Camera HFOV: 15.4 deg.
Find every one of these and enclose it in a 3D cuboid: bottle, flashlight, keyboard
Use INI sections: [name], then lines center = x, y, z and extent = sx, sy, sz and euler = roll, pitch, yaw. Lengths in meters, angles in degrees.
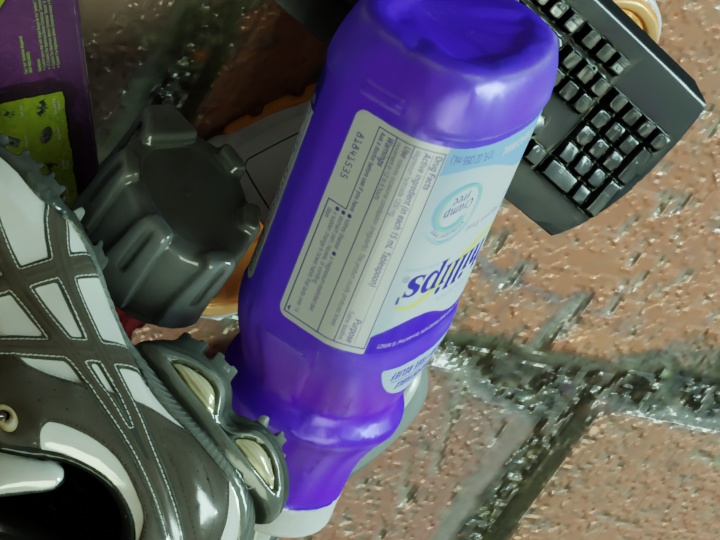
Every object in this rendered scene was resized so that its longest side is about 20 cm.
[bottle]
center = 0.000, 0.000, 0.888
extent = 0.084, 0.065, 0.200
euler = -32, 149, -55
[flashlight]
center = -0.098, 0.031, 0.924
extent = 0.068, 0.068, 0.200
euler = 32, 137, -11
[keyboard]
center = 0.050, -0.106, 0.897
extent = 0.200, 0.021, 0.127
euler = 38, 93, -33

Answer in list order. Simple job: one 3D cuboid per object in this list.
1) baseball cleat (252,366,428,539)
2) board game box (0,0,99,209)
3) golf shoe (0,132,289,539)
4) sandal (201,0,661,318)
[baseball cleat]
center = -0.047, 0.086, 1.046
extent = 0.200, 0.070, 0.106
euler = -27, 144, 18
[board game box]
center = -0.151, -0.082, 0.856
extent = 0.120, 0.032, 0.200
euler = -15, 136, -13
[golf shoe]
center = -0.115, 0.027, 0.832
extent = 0.200, 0.094, 0.078
euler = 41, 133, 2
[sandal]
center = 0.019, -0.036, 0.950
extent = 0.207, 0.059, 0.079
euler = -30, 136, 6
